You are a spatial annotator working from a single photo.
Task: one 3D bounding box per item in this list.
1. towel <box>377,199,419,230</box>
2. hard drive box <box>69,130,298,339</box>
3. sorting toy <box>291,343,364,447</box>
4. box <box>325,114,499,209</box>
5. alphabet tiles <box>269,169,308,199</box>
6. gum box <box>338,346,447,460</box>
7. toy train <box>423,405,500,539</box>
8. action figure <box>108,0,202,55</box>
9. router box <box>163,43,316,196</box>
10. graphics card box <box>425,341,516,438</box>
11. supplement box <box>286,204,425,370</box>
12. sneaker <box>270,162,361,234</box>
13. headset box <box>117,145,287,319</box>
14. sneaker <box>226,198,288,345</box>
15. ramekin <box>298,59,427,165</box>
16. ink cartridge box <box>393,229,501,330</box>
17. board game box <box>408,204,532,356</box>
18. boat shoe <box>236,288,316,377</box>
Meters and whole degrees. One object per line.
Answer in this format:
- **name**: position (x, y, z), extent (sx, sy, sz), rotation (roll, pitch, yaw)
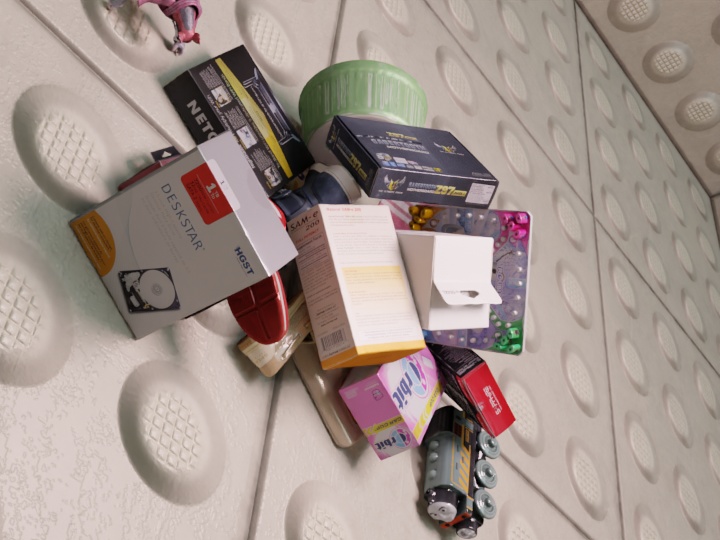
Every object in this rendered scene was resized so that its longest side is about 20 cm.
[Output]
- **towel**: position (0.091, -0.088, 1.682), extent (0.146, 0.200, 0.030), rotation (39, 0, 33)
- **hard drive box**: position (-0.194, -0.037, 1.205), extent (0.156, 0.200, 0.077), rotation (61, 29, -7)
- **sorting toy**: position (-0.015, 0.128, 1.544), extent (0.186, 0.036, 0.200), rotation (64, 29, -3)
- **box**: position (0.071, -0.151, 1.532), extent (0.199, 0.051, 0.158), rotation (5, 30, -30)
- **alphabet tiles**: position (-0.116, -0.129, 1.606), extent (0.166, 0.006, 0.200), rotation (44, 35, -33)
- **gum box**: position (0.050, 0.158, 1.531), extent (0.114, 0.066, 0.200), rotation (59, 24, -11)
- **toy train**: position (0.143, 0.297, 1.640), extent (0.114, 0.085, 0.200), rotation (35, 41, -23)
- **action figure**: position (-0.246, -0.378, 1.451), extent (0.200, 0.149, 0.134), rotation (60, 20, 20)
- **router box**: position (-0.162, -0.199, 1.524), extent (0.200, 0.052, 0.157), rotation (58, 32, -8)
- **graphics card box**: position (0.145, 0.152, 1.649), extent (0.126, 0.051, 0.200), rotation (60, -11, -30)
- **supplement box**: position (-0.006, 0.019, 1.414), extent (0.126, 0.073, 0.201), rotation (-1, 71, -43)
- **sneaker**: position (-0.088, -0.083, 1.540), extent (0.077, 0.146, 0.202), rotation (54, -9, -6)
- **headset box**: position (-0.194, -0.061, 1.352), extent (0.200, 0.077, 0.149), rotation (63, 29, -3)
- **sneaker**: position (-0.109, -0.015, 1.302), extent (0.115, 0.078, 0.201), rotation (-9, 79, -58)
- **ramekin**: position (0.003, -0.212, 1.669), extent (0.200, 0.200, 0.098), rotation (38, 41, -40)
- **ink cartridge box**: position (0.084, 0.010, 1.503), extent (0.128, 0.200, 0.126), rotation (-1, 95, -46)
- **board game box**: position (0.145, 0.011, 1.566), extent (0.026, 0.199, 0.201), rotation (-2, 96, -52)
- **boat shoe**: position (-0.078, 0.068, 1.428), extent (0.065, 0.071, 0.200), rotation (51, 47, -2)
